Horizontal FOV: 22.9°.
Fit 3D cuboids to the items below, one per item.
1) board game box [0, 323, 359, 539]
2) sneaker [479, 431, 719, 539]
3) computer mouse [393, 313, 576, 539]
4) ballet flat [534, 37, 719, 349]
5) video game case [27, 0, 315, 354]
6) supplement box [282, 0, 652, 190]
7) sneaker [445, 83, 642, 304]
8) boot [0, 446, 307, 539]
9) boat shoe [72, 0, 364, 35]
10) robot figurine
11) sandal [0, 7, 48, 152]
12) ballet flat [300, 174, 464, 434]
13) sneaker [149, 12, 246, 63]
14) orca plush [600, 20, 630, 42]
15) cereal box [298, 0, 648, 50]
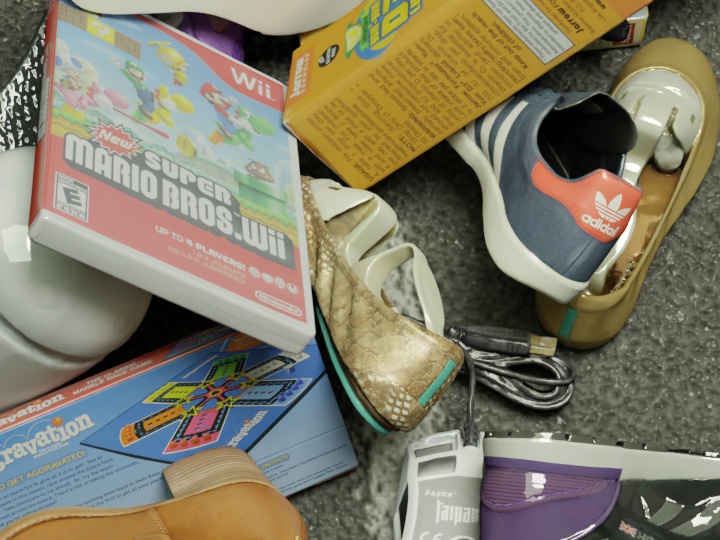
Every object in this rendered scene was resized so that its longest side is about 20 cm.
[{"bbox_3d":[-0.108,0.094,0.898,0.199,0.103,0.019,-22,30,-7],"label":"board game box"},{"bbox_3d":[0.150,0.132,0.874,0.199,0.076,0.088,8,82,-13],"label":"sneaker"},{"bbox_3d":[0.050,0.120,0.907,0.109,0.044,0.201,7,62,1],"label":"computer mouse"},{"bbox_3d":[0.151,-0.052,0.961,0.068,0.063,0.200,18,69,9],"label":"ballet flat"},{"bbox_3d":[-0.090,-0.056,0.866,0.143,0.017,0.200,25,34,-25],"label":"video game case"},{"bbox_3d":[0.052,-0.124,0.911,0.200,0.069,0.067,-34,32,29],"label":"supplement box"},{"bbox_3d":[0.098,-0.073,0.927,0.075,0.085,0.200,23,30,-31],"label":"sneaker"},{"bbox_3d":[-0.115,0.164,0.826,0.200,0.074,0.155,-33,25,-2],"label":"boot"},{"bbox_3d":[-0.081,-0.171,0.941,0.200,0.072,0.069,-7,52,-34],"label":"boat shoe"},{"bbox_3d":[-0.182,0.013,0.893,0.200,0.169,0.113,-34,68,30],"label":"robot figurine"},{"bbox_3d":[-0.188,-0.073,0.996,0.076,0.043,0.200,39,76,-9],"label":"sandal"},{"bbox_3d":[0.000,0.000,0.920,0.065,0.071,0.200,-38,50,8],"label":"ballet flat"},{"bbox_3d":[-0.084,-0.167,1.016,0.088,0.081,0.201,-13,66,-11],"label":"sneaker"},{"bbox_3d":[0.141,-0.166,0.984,0.199,0.071,0.105,-16,26,-11],"label":"orca plush"},{"bbox_3d":[0.059,-0.191,1.036,0.199,0.040,0.144,-5,68,0],"label":"cereal box"}]
